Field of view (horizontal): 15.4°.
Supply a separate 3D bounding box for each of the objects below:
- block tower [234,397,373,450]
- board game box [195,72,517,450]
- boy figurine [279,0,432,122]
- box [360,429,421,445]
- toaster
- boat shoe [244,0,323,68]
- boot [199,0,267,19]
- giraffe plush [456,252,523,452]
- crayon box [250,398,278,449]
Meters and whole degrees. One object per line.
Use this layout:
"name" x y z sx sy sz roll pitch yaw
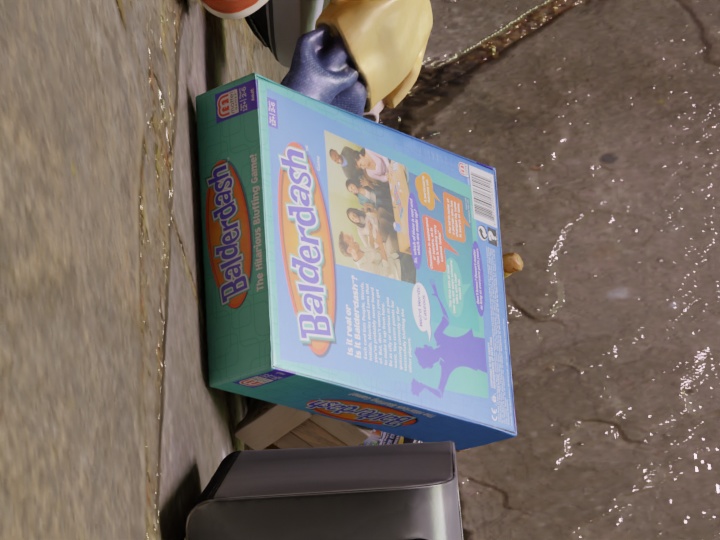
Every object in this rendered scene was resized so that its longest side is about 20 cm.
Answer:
"block tower" -0.006 0.018 1.438 0.054 0.058 0.201 -38 -157 45
"board game box" 0.000 0.000 1.359 0.199 0.045 0.153 19 61 -48
"boy figurine" -0.003 -0.135 1.446 0.201 0.064 0.125 -60 148 -22
"box" -0.003 0.194 1.494 0.201 0.044 0.161 82 26 -54
"toaster" -0.010 0.171 1.142 0.200 0.118 0.182 -59 145 -87
"boat shoe" -0.055 -0.178 1.460 0.200 0.056 0.069 80 23 -64
"boot" -0.042 -0.220 1.318 0.107 0.075 0.201 81 29 -80
"giraffe plush" 0.023 0.043 1.909 0.200 0.171 0.163 46 48 -59
"crayon box" -0.036 0.046 1.558 0.201 0.050 0.128 -90 175 -54
